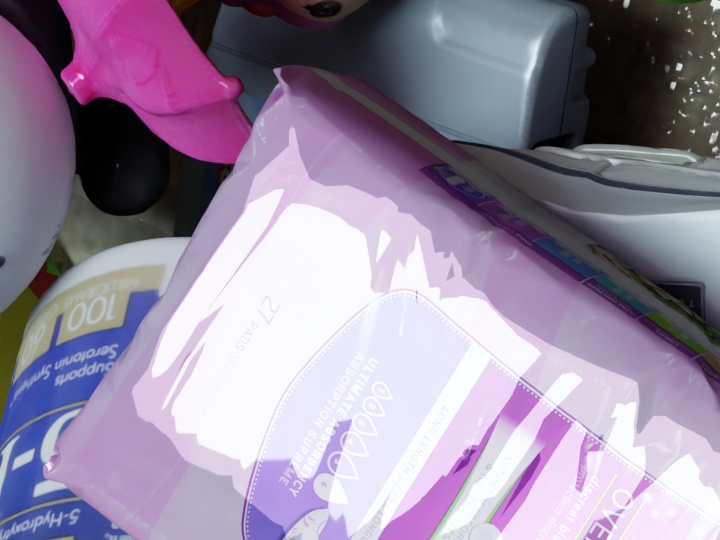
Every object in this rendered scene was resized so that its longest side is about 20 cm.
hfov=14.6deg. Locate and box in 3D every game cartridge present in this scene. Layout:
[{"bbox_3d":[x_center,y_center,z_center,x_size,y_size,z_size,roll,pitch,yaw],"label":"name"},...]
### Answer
[{"bbox_3d":[0.000,0.000,0.864,0.133,0.041,0.201,20,113,32],"label":"game cartridge"}]

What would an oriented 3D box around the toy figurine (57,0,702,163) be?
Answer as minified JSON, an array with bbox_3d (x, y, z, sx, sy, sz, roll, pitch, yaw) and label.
[{"bbox_3d":[0.001,-0.105,0.760,0.184,0.200,0.151,-30,91,35],"label":"toy figurine"}]

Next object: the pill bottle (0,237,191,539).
[{"bbox_3d":[-0.052,0.103,0.767,0.119,0.120,0.201,-23,42,33],"label":"pill bottle"}]

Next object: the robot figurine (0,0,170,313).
[{"bbox_3d":[-0.145,-0.059,0.825,0.150,0.125,0.200,-24,35,8],"label":"robot figurine"}]

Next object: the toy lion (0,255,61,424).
[{"bbox_3d":[-0.144,0.042,0.896,0.069,0.191,0.201,-44,53,27],"label":"toy lion"}]

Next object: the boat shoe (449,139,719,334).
[{"bbox_3d":[0.066,-0.001,0.732,0.199,0.066,0.073,1,97,31],"label":"boat shoe"}]

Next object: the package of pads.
[{"bbox_3d":[0.034,0.054,0.668,0.200,0.076,0.121,36,106,16],"label":"package of pads"}]
